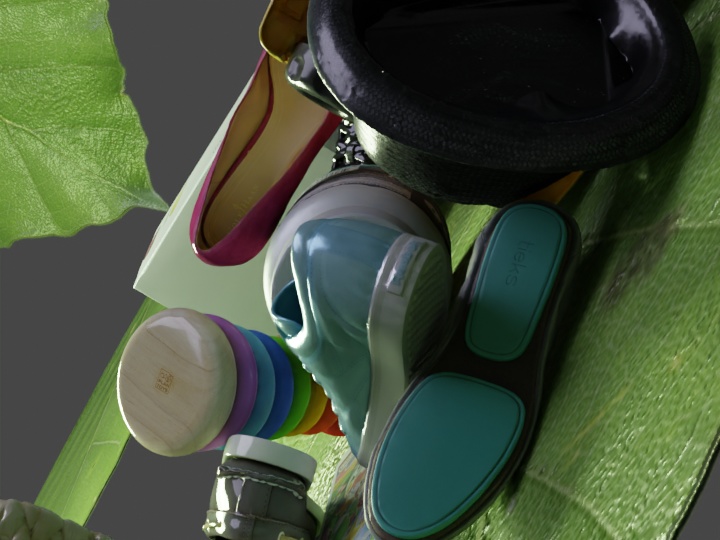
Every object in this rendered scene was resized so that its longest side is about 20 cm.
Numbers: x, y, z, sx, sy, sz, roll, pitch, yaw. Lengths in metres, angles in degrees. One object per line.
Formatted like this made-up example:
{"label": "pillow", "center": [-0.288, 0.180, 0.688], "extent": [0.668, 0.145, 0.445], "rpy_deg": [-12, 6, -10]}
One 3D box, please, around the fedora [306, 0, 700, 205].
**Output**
{"label": "fedora", "center": [0.067, -0.095, 0.949], "extent": [0.092, 0.199, 0.201], "rpy_deg": [105, -175, -50]}

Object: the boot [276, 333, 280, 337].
{"label": "boot", "center": [-0.024, 0.016, 1.412], "extent": [0.186, 0.064, 0.201], "rpy_deg": [-28, 35, 49]}

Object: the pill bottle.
{"label": "pill bottle", "center": [0.000, 0.000, 1.132], "extent": [0.113, 0.113, 0.200], "rpy_deg": [-59, 3, 9]}

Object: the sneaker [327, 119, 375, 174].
{"label": "sneaker", "center": [-0.005, -0.088, 1.330], "extent": [0.073, 0.112, 0.201], "rpy_deg": [4, 52, 42]}

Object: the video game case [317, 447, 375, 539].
{"label": "video game case", "center": [0.011, 0.132, 1.039], "extent": [0.143, 0.018, 0.200], "rpy_deg": [-54, 12, 33]}

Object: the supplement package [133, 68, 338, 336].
{"label": "supplement package", "center": [-0.070, -0.046, 1.556], "extent": [0.200, 0.155, 0.111], "rpy_deg": [-55, 11, 24]}

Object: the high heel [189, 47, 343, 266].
{"label": "high heel", "center": [-0.052, -0.097, 1.139], "extent": [0.201, 0.067, 0.096], "rpy_deg": [-63, -8, 10]}

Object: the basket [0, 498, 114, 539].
{"label": "basket", "center": [-0.154, 0.248, 0.985], "extent": [0.161, 0.197, 0.201], "rpy_deg": [-38, 32, 56]}

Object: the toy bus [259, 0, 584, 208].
{"label": "toy bus", "center": [0.048, -0.127, 1.102], "extent": [0.136, 0.199, 0.192], "rpy_deg": [-61, 2, -1]}

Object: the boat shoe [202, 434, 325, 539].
{"label": "boat shoe", "center": [-0.060, 0.153, 1.111], "extent": [0.202, 0.072, 0.061], "rpy_deg": [94, -170, -69]}

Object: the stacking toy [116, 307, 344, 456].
{"label": "stacking toy", "center": [-0.053, 0.073, 1.140], "extent": [0.199, 0.085, 0.086], "rpy_deg": [10, -62, -53]}

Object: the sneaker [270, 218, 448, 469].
{"label": "sneaker", "center": [-0.003, 0.033, 0.951], "extent": [0.074, 0.082, 0.201], "rpy_deg": [-59, -16, -32]}

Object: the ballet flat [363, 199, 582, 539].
{"label": "ballet flat", "center": [0.061, 0.058, 0.915], "extent": [0.064, 0.067, 0.201], "rpy_deg": [80, -147, -61]}
